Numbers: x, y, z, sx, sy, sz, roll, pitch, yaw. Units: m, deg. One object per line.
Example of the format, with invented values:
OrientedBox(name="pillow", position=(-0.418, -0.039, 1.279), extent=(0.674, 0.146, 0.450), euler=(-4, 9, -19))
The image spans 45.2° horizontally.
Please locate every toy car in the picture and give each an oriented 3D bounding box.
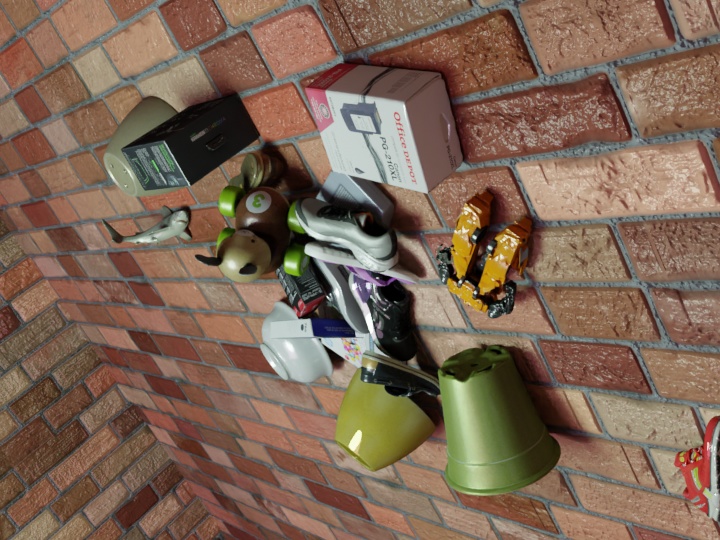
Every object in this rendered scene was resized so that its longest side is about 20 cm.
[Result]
OrientedBox(name="toy car", position=(-0.194, -0.045, 1.471), extent=(0.163, 0.200, 0.159), euler=(13, 114, 15))

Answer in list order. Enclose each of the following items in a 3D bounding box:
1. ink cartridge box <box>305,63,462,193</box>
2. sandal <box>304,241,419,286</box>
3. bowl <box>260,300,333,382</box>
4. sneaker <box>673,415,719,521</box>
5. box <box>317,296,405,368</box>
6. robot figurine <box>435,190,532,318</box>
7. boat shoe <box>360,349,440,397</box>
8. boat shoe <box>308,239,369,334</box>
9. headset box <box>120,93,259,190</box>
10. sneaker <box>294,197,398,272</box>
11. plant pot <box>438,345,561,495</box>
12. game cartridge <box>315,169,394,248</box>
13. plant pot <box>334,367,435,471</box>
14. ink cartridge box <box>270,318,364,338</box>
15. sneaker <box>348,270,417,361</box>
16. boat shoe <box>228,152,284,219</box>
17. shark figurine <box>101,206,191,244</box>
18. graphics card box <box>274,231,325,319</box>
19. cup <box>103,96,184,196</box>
OrientedBox(name="ink cartridge box", position=(0.033, -0.205, 1.230), extent=(0.199, 0.084, 0.145), euler=(18, 139, 42))
OrientedBox(name="sandal", position=(-0.001, -0.002, 1.456), extent=(0.201, 0.050, 0.082), euler=(17, -171, -11))
OrientedBox(name="bowl", position=(-0.154, 0.173, 1.877), extent=(0.201, 0.090, 0.201), euler=(46, 161, 21))
OrientedBox(name="sneaker", position=(0.476, 0.271, 1.200), extent=(0.085, 0.077, 0.201), euler=(29, 145, 40))
OrientedBox(name="box", position=(0.002, 0.134, 1.710), extent=(0.199, 0.041, 0.157), euler=(33, 147, 28))
OrientedBox(name="robot figurine", position=(0.183, -0.016, 1.275), extent=(0.145, 0.058, 0.201), euler=(38, 148, 20))
OrientedBox(name="boat shoe", position=(0.075, 0.203, 1.594), extent=(0.199, 0.063, 0.074), euler=(25, 169, -37))
OrientedBox(name="boat shoe", position=(-0.040, 0.030, 1.614), extent=(0.068, 0.072, 0.201), euler=(-15, 110, 56))
OrientedBox(name="headset box", position=(-0.306, -0.231, 1.568), extent=(0.199, 0.174, 0.093), euler=(1, 125, 51))
OrientedBox(name="sneaker", position=(-0.019, -0.077, 1.406), extent=(0.199, 0.074, 0.080), euler=(28, 136, 22))
OrientedBox(name="plant pot", position=(0.211, 0.232, 1.427), extent=(0.199, 0.199, 0.191), euler=(2, 113, 52))
OrientedBox(name="game cartridge", position=(-0.016, -0.096, 1.473), extent=(0.133, 0.042, 0.200), euler=(43, 150, 2))
OrientedBox(name="plant pot", position=(0.029, 0.312, 1.725), extent=(0.200, 0.142, 0.200), euler=(37, 164, 12))
OrientedBox(name="ink cartridge box", position=(-0.086, 0.113, 1.666), extent=(0.199, 0.099, 0.040), euler=(-5, 82, 55))
OrientedBox(name="sneaker", position=(0.056, 0.079, 1.544), extent=(0.087, 0.076, 0.201), euler=(-10, 117, 50))
OrientedBox(name="boat shoe", position=(-0.199, -0.152, 1.611), extent=(0.200, 0.067, 0.073), euler=(-43, 56, 56))
OrientedBox(name="shark figurine", position=(-0.482, -0.108, 2.021), extent=(0.128, 0.213, 0.090), euler=(47, -149, -67))
OrientedBox(name="graphics card box", position=(-0.136, -0.016, 1.637), extent=(0.201, 0.051, 0.126), euler=(62, 165, 8))
OrientedBox(name="cup", position=(-0.438, -0.233, 1.773), extent=(0.200, 0.143, 0.201), euler=(33, 146, 26))
